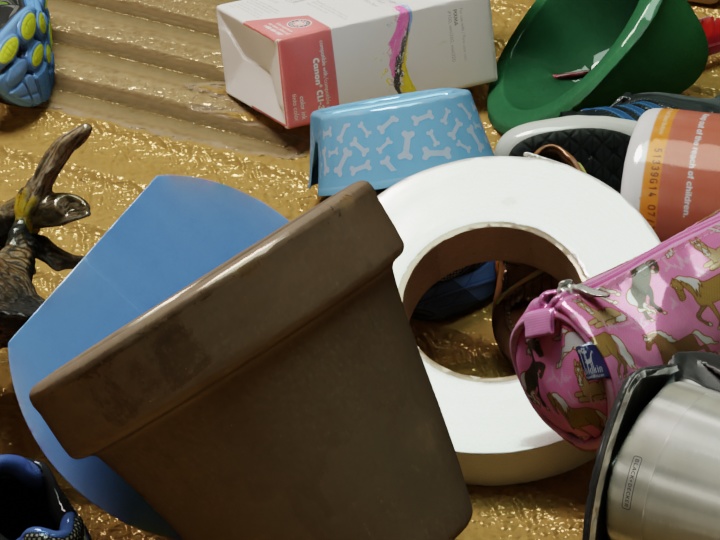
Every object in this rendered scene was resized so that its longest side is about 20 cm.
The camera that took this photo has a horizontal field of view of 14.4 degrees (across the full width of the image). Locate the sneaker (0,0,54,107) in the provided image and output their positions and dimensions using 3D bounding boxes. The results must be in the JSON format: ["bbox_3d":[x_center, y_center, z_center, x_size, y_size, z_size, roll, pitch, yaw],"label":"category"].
[{"bbox_3d":[-0.258,-0.162,1.995,0.083,0.071,0.200,-9,24,-3],"label":"sneaker"}]

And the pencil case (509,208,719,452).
[{"bbox_3d":[0.177,0.019,1.505,0.200,0.087,0.083,-26,59,-27],"label":"pencil case"}]

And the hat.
[{"bbox_3d":[0.213,-0.127,1.943,0.200,0.176,0.166,-52,24,0],"label":"hat"}]

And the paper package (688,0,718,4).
[{"bbox_3d":[0.200,-0.312,2.103,0.190,0.200,0.103,10,31,18],"label":"paper package"}]

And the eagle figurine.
[{"bbox_3d":[-0.225,0.022,1.571,0.151,0.152,0.200,10,35,8],"label":"eagle figurine"}]

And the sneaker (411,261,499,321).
[{"bbox_3d":[0.000,0.000,1.671,0.075,0.079,0.200,23,37,38],"label":"sneaker"}]

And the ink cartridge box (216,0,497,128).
[{"bbox_3d":[0.016,-0.160,1.955,0.200,0.068,0.116,-14,22,-20],"label":"ink cartridge box"}]

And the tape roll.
[{"bbox_3d":[0.075,0.025,1.580,0.202,0.037,0.203,-3,54,4],"label":"tape roll"}]

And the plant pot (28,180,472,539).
[{"bbox_3d":[-0.035,0.078,1.402,0.200,0.175,0.200,-32,1,1],"label":"plant pot"}]

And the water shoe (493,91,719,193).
[{"bbox_3d":[0.168,-0.075,1.815,0.200,0.072,0.079,-2,24,-21],"label":"water shoe"}]

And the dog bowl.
[{"bbox_3d":[0.021,-0.082,1.769,0.111,0.050,0.200,-10,5,-4],"label":"dog bowl"}]

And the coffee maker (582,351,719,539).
[{"bbox_3d":[0.240,0.113,1.399,0.200,0.135,0.192,18,34,30],"label":"coffee maker"}]

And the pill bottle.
[{"bbox_3d":[0.258,-0.032,1.682,0.200,0.112,0.112,7,30,15],"label":"pill bottle"}]

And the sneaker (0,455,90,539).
[{"bbox_3d":[-0.184,0.121,1.444,0.075,0.079,0.200,-22,35,-32],"label":"sneaker"}]

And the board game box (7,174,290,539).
[{"bbox_3d":[-0.095,0.052,1.519,0.200,0.158,0.039,-51,7,-29],"label":"board game box"}]

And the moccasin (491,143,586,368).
[{"bbox_3d":[0.116,-0.004,1.668,0.074,0.078,0.201,4,35,5],"label":"moccasin"}]
